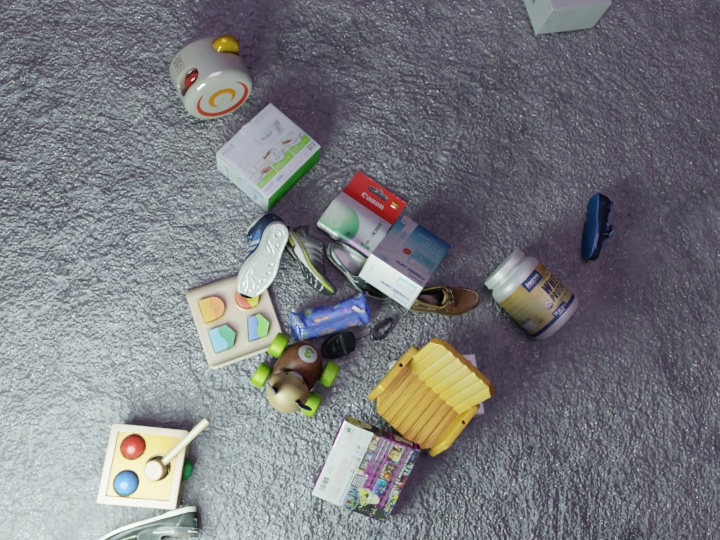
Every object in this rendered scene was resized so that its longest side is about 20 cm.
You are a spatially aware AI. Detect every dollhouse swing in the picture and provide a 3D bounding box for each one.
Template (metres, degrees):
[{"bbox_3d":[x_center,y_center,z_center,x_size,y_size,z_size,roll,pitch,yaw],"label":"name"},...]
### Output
[{"bbox_3d":[0.152,0.273,1.355,0.200,0.176,0.182,42,73,3],"label":"dollhouse swing"}]

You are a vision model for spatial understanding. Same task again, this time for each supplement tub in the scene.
[{"bbox_3d":[0.421,0.057,1.570,0.200,0.144,0.144,44,71,4],"label":"supplement tub"}]

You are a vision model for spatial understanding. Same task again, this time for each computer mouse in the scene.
[{"bbox_3d":[-0.007,0.160,1.524,0.199,0.034,0.059,-19,106,-22],"label":"computer mouse"}]

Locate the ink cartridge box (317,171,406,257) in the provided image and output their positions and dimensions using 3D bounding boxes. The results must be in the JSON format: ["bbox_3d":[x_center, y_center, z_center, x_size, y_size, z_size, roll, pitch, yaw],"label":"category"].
[{"bbox_3d":[0.008,-0.146,1.609,0.161,0.050,0.200,34,73,1],"label":"ink cartridge box"}]

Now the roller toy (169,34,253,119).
[{"bbox_3d":[-0.371,-0.482,1.565,0.182,0.200,0.140,-26,79,-10],"label":"roller toy"}]

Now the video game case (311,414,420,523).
[{"bbox_3d":[0.011,0.438,1.390,0.180,0.036,0.201,22,105,-2],"label":"video game case"}]

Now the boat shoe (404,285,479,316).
[{"bbox_3d":[0.208,0.074,1.567,0.199,0.068,0.072,-4,74,-11],"label":"boat shoe"}]

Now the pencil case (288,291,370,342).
[{"bbox_3d":[-0.069,0.112,1.498,0.199,0.087,0.078,-16,93,-13],"label":"pencil case"}]

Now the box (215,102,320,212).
[{"bbox_3d":[-0.230,-0.283,1.580,0.176,0.097,0.200,40,71,4],"label":"box"}]

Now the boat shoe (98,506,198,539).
[{"bbox_3d":[-0.437,0.547,1.311,0.199,0.072,0.068,-10,71,-15],"label":"boat shoe"}]

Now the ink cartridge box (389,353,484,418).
[{"bbox_3d":[0.177,0.280,1.493,0.199,0.086,0.148,-4,74,-10],"label":"ink cartridge box"}]

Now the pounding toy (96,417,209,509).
[{"bbox_3d":[-0.424,0.396,1.321,0.199,0.142,0.185,8,73,-7],"label":"pounding toy"}]

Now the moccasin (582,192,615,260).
[{"bbox_3d":[0.649,-0.117,1.697,0.068,0.080,0.201,19,72,-8],"label":"moccasin"}]

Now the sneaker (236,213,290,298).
[{"bbox_3d":[-0.242,-0.042,1.507,0.080,0.146,0.201,24,96,-26],"label":"sneaker"}]

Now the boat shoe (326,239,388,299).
[{"bbox_3d":[0.000,0.000,1.548,0.200,0.060,0.076,35,77,-5],"label":"boat shoe"}]

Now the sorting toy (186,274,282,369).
[{"bbox_3d":[-0.293,0.110,1.484,0.184,0.036,0.201,-18,78,-15],"label":"sorting toy"}]

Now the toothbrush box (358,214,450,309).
[{"bbox_3d":[0.109,-0.024,1.522,0.146,0.085,0.200,34,43,6],"label":"toothbrush box"}]

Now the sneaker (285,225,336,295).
[{"bbox_3d":[-0.112,-0.030,1.541,0.081,0.074,0.200,-32,83,-20],"label":"sneaker"}]

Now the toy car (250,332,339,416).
[{"bbox_3d":[-0.148,0.244,1.370,0.164,0.200,0.158,30,93,-3],"label":"toy car"}]

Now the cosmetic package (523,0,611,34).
[{"bbox_3d":[0.600,-0.828,1.875,0.199,0.123,0.200,-11,76,-12],"label":"cosmetic package"}]
